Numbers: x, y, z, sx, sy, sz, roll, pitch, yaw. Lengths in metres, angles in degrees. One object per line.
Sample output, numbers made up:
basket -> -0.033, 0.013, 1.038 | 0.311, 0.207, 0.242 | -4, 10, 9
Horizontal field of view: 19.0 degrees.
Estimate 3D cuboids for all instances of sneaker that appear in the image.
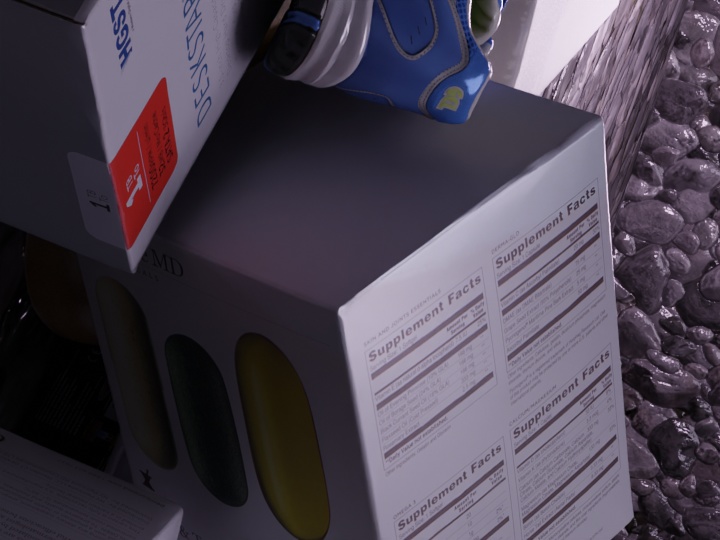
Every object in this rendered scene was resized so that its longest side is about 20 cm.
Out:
sneaker -> 0.020, -0.113, 0.833 | 0.076, 0.077, 0.200 | -60, -175, 35

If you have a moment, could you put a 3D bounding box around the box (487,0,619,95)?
box -> 0.073, -0.137, 1.002 | 0.200, 0.068, 0.082 | -48, 157, -57

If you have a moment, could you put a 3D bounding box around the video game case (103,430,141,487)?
video game case -> -0.076, 0.134, 0.986 | 0.182, 0.024, 0.200 | -69, 156, -17

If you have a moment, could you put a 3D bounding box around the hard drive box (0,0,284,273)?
hard drive box -> -0.073, -0.127, 0.734 | 0.156, 0.077, 0.200 | 89, 25, -63

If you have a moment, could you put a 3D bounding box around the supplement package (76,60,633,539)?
supplement package -> 0.001, 0.036, 0.861 | 0.151, 0.152, 0.200 | -36, 132, -34

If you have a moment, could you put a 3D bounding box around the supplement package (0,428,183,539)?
supplement package -> -0.160, 0.151, 0.758 | 0.200, 0.109, 0.114 | -48, 157, -61

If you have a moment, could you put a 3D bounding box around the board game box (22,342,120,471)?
board game box -> -0.144, 0.152, 0.988 | 0.165, 0.057, 0.200 | 97, 18, -60

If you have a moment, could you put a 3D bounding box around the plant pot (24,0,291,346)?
plant pot -> -0.060, -0.045, 0.921 | 0.200, 0.027, 0.200 | -42, 154, -26
